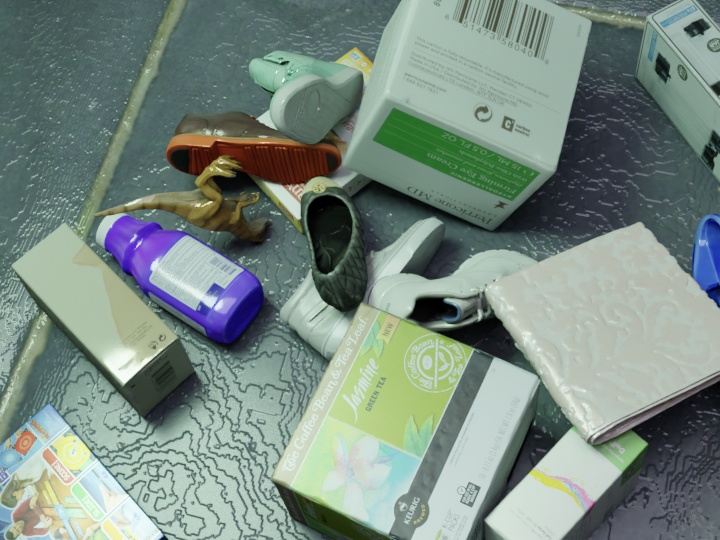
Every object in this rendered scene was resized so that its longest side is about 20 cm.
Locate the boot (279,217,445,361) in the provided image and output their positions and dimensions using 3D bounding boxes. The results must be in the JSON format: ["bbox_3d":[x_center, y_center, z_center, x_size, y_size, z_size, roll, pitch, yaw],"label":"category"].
[{"bbox_3d":[0.000,0.000,1.262,0.095,0.074,0.200,34,68,21],"label":"boot"}]

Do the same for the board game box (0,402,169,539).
[{"bbox_3d":[-0.307,0.250,1.184,0.135,0.035,0.200,-41,67,-14],"label":"board game box"}]

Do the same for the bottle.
[{"bbox_3d":[-0.204,0.000,1.284,0.199,0.065,0.084,30,64,19],"label":"bottle"}]

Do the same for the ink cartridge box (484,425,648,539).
[{"bbox_3d":[0.179,0.232,1.100,0.200,0.117,0.067,-43,64,-16],"label":"ink cartridge box"}]

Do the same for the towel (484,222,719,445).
[{"bbox_3d":[0.247,0.055,1.127,0.190,0.032,0.201,-22,50,-12],"label":"towel"}]

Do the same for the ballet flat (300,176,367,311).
[{"bbox_3d":[-0.028,-0.040,1.232,0.066,0.057,0.201,-18,43,3],"label":"ballet flat"}]

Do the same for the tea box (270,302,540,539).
[{"bbox_3d":[0.048,0.174,1.134,0.195,0.134,0.201,21,67,16],"label":"tea box"}]

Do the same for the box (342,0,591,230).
[{"bbox_3d":[0.112,-0.191,1.260,0.197,0.171,0.202,22,66,-9],"label":"box"}]

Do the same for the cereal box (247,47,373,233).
[{"bbox_3d":[-0.037,-0.155,1.361,0.200,0.040,0.144,-38,66,-14],"label":"cereal box"}]

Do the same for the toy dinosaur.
[{"bbox_3d":[-0.174,-0.072,1.259,0.199,0.107,0.060,14,22,-32],"label":"toy dinosaur"}]

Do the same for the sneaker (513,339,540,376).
[{"bbox_3d":[0.257,0.062,1.214,0.199,0.078,0.091,-28,89,-15],"label":"sneaker"}]

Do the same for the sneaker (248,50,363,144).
[{"bbox_3d":[-0.084,-0.194,1.282,0.117,0.074,0.200,16,21,16],"label":"sneaker"}]

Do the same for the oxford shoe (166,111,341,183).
[{"bbox_3d":[-0.116,-0.148,1.308,0.198,0.071,0.073,6,56,6],"label":"oxford shoe"}]

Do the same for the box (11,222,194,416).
[{"bbox_3d":[-0.277,0.052,1.251,0.078,0.095,0.200,-41,68,-16],"label":"box"}]

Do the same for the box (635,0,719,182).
[{"bbox_3d":[0.392,-0.193,1.298,0.060,0.117,0.201,-27,65,-9],"label":"box"}]

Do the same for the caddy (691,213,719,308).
[{"bbox_3d":[0.387,0.036,1.168,0.104,0.142,0.202,-8,62,-2],"label":"caddy"}]

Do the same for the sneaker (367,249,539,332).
[{"bbox_3d":[0.110,0.032,1.205,0.198,0.087,0.075,-15,107,-19],"label":"sneaker"}]
